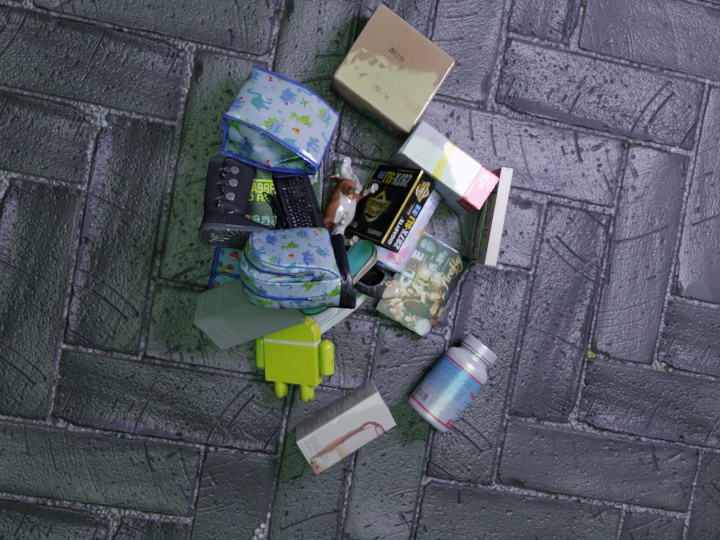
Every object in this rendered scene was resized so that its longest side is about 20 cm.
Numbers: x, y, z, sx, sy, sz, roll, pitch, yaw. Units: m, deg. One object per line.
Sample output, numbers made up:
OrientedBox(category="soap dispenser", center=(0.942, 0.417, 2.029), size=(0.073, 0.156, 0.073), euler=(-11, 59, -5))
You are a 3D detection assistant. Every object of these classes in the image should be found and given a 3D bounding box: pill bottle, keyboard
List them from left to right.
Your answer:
OrientedBox(category="keyboard", center=(-0.128, -0.116, 1.157), size=(0.103, 0.040, 0.202), euler=(-14, 69, -13))
OrientedBox(category="pill bottle", center=(0.203, 0.240, 1.262), size=(0.108, 0.109, 0.201), euler=(39, 89, -6))

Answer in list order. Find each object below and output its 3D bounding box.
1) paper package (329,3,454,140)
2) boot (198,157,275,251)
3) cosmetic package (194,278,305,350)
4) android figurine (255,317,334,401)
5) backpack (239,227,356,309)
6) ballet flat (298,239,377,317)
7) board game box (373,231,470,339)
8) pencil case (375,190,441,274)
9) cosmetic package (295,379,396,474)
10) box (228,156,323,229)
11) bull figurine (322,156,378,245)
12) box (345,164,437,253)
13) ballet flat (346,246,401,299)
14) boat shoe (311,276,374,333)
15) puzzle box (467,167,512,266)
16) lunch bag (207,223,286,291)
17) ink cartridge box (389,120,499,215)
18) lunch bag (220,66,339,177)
OrientedBox(category="paper package", center=(0.063, -0.408, 1.217), size=(0.199, 0.103, 0.192), euler=(34, 91, -7))
OrientedBox(category="boot", center=(-0.224, -0.130, 1.136), size=(0.163, 0.066, 0.202), euler=(11, 47, -18))
OrientedBox(category="cosmetic package", center=(-0.217, 0.074, 1.164), size=(0.198, 0.091, 0.107), euler=(-20, 134, 9))
OrientedBox(category="android figurine", center=(-0.142, 0.171, 1.224), size=(0.180, 0.041, 0.203), euler=(1, 99, 20))
OrientedBox(category="backpack", center=(-0.119, -0.004, 1.046), size=(0.198, 0.164, 0.155), euler=(-11, 135, -1))
OrientedBox(category="ballet flat", center=(-0.042, 0.022, 1.161), size=(0.200, 0.069, 0.070), euler=(-42, 96, -9))
OrientedBox(category="board game box", center=(0.135, 0.029, 1.281), size=(0.135, 0.035, 0.201), euler=(29, 90, -6))
OrientedBox(category="pencil case", center=(0.090, -0.093, 1.233), size=(0.090, 0.083, 0.201), euler=(28, 88, 16))
OrientedBox(category="cosmetic package", center=(-0.033, 0.332, 1.247), size=(0.199, 0.103, 0.088), euler=(-31, 97, -2))
OrientedBox(category="box", center=(-0.180, -0.164, 1.234), size=(0.197, 0.044, 0.162), euler=(3, 93, -6))
OrientedBox(category="bull figurine", center=(-0.032, -0.138, 1.203), size=(0.065, 0.121, 0.202), euler=(22, 80, -32))
OrientedBox(category="box", center=(0.055, -0.130, 1.182), size=(0.049, 0.200, 0.161), euler=(32, 89, -26))
OrientedBox(category="ballet flat", center=(0.000, 0.000, 1.213), size=(0.199, 0.057, 0.066), euler=(31, 54, 23))
OrientedBox(category="boat shoe", center=(-0.056, 0.066, 1.246), size=(0.200, 0.070, 0.072), euler=(-38, 102, 0))
OrientedBox(category="puzzle box", center=(0.273, -0.111, 1.239), size=(0.025, 0.133, 0.203), euler=(10, 91, -6))
OrientedBox(category="lunch bag", center=(-0.233, 0.007, 1.209), size=(0.149, 0.094, 0.202), euler=(10, 120, -16))
OrientedBox(category="ink cartridge box", center=(0.170, -0.210, 1.217), size=(0.199, 0.145, 0.084), euler=(35, 88, -7))
OrientedBox(category="lunch bag", center=(-0.155, -0.286, 1.163), size=(0.198, 0.128, 0.171), euler=(18, 56, -2))
